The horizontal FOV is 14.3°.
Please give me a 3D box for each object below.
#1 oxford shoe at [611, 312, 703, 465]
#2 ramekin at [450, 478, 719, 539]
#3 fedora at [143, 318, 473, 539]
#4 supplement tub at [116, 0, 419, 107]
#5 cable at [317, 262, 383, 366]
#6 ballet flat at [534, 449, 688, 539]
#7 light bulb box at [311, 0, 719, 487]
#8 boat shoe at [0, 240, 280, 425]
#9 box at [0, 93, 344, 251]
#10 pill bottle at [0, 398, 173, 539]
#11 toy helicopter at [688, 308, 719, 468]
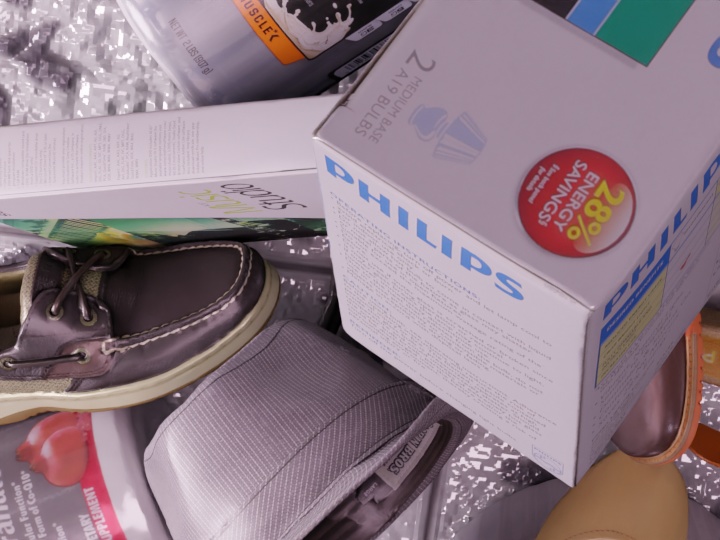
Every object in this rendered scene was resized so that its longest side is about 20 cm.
[{"bbox_3d":[0.089,-0.009,1.243,0.071,0.073,0.201,-25,80,45],"label":"oxford shoe"},{"bbox_3d":[0.113,0.195,1.370,0.199,0.098,0.201,1,111,2],"label":"ramekin"},{"bbox_3d":[-0.035,0.084,1.272,0.090,0.200,0.177,46,106,11],"label":"fedora"},{"bbox_3d":[-0.003,-0.157,1.230,0.200,0.123,0.123,-33,106,14],"label":"supplement tub"},{"bbox_3d":[0.000,0.000,1.327,0.097,0.050,0.201,26,110,-3],"label":"cable"},{"bbox_3d":[0.090,0.173,1.277,0.068,0.063,0.201,24,109,-7],"label":"ballet flat"},{"bbox_3d":[0.089,-0.054,1.099,0.125,0.200,0.199,32,73,14],"label":"light bulb box"},{"bbox_3d":[-0.134,0.023,1.301,0.199,0.073,0.065,-17,131,19],"label":"boat shoe"},{"bbox_3d":[-0.059,-0.039,1.241,0.199,0.144,0.037,-3,80,24],"label":"box"},{"bbox_3d":[-0.178,0.129,1.352,0.199,0.111,0.111,-20,108,10],"label":"pill bottle"},{"bbox_3d":[0.181,0.048,1.337,0.199,0.079,0.133,14,120,9],"label":"toy helicopter"}]
